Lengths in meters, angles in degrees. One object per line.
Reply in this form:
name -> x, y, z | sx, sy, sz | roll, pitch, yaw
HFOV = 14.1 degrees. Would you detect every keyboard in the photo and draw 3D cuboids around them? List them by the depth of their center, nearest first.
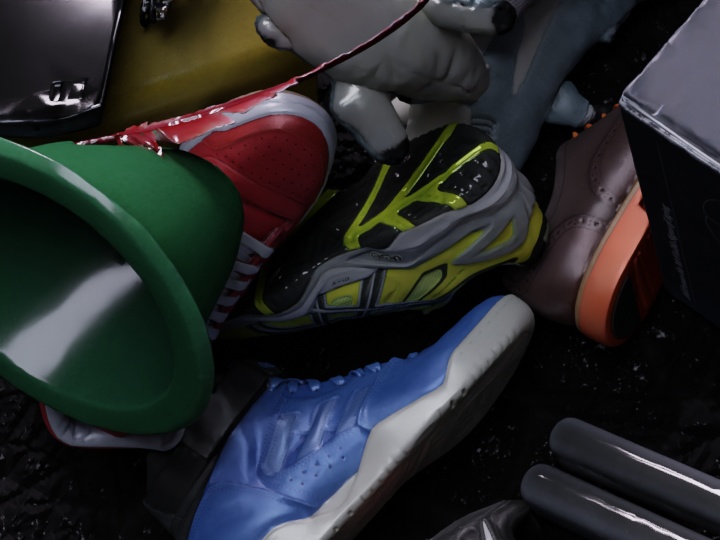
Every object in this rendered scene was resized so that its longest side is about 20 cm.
keyboard -> -0.122, -0.141, 1.338 | 0.104, 0.040, 0.200 | 1, 61, 15

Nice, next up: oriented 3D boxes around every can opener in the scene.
can opener -> 0.168, 0.130, 1.334 | 0.200, 0.067, 0.053 | 23, 74, 36

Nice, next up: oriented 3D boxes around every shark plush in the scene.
shark plush -> -0.026, -0.125, 1.313 | 0.200, 0.083, 0.091 | 22, 111, -16
shark plush -> 0.091, -0.096, 1.459 | 0.200, 0.091, 0.083 | -40, 87, -22

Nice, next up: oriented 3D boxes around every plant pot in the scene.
plant pot -> -0.120, -0.115, 1.435 | 0.176, 0.200, 0.200 | -15, 66, -6

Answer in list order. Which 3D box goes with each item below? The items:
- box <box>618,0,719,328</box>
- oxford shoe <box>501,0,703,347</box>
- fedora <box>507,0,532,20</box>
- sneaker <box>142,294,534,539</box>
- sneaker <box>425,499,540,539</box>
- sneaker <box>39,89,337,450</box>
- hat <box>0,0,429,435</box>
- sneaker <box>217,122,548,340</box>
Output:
box -> 0.234, -0.022, 1.296 | 0.196, 0.200, 0.124 | 35, 77, 24
oxford shoe -> 0.134, -0.065, 1.413 | 0.072, 0.071, 0.200 | 22, 74, 27
fedora -> 0.034, -0.176, 1.376 | 0.200, 0.177, 0.090 | 34, 76, -16
sneaker -> -0.017, 0.062, 1.388 | 0.111, 0.077, 0.200 | 43, 88, 16
sneaker -> 0.091, 0.184, 1.311 | 0.098, 0.071, 0.201 | -36, 62, -1
sneaker -> -0.082, 0.009, 1.351 | 0.200, 0.071, 0.113 | -45, 23, 37
hat -> -0.081, -0.042, 1.300 | 0.200, 0.166, 0.176 | 18, 50, 29
sneaker -> 0.000, 0.000, 1.404 | 0.200, 0.076, 0.076 | -19, 44, 35
